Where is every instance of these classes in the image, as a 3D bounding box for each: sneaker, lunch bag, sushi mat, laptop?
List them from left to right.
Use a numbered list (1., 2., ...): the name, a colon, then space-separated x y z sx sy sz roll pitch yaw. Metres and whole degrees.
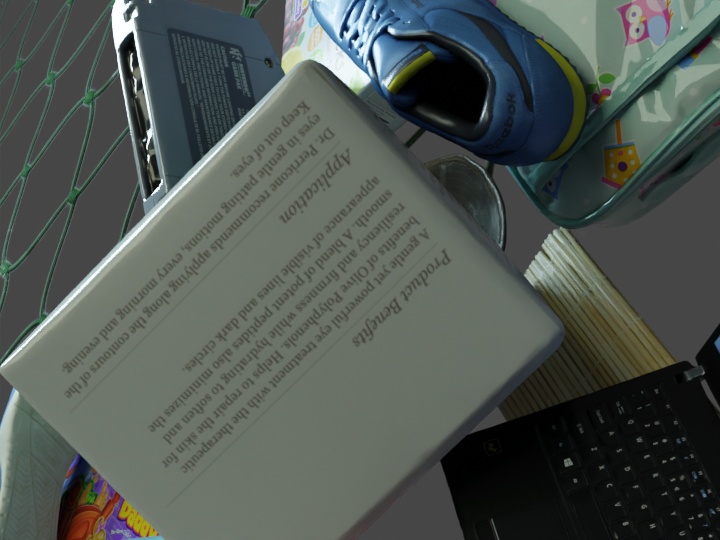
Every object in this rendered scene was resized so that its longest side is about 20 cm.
1. sneaker: -0.250 0.133 0.907 0.111 0.076 0.202 1 76 47
2. sneaker: 0.025 -0.120 0.647 0.200 0.078 0.066 42 121 36
3. sushi mat: 0.115 0.059 0.660 0.096 0.012 0.200 -54 31 17
4. lunch bag: 0.146 -0.126 0.651 0.200 0.077 0.161 -46 62 31
5. laptop: 0.135 0.081 0.495 0.198 0.104 0.178 -19 45 2

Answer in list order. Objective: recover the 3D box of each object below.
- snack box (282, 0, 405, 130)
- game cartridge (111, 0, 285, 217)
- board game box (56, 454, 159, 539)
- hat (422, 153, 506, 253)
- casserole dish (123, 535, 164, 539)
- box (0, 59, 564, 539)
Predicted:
1. snack box: -0.003 -0.182 0.985 0.142 0.053 0.201 -36 40 37
2. game cartridge: -0.099 -0.099 0.887 0.041 0.132 0.202 -35 57 37
3. board game box: -0.159 0.175 0.860 0.200 0.045 0.135 25 90 59
4. hat: 0.000 0.000 0.819 0.200 0.081 0.202 -37 39 38
5. casserole dish: -0.132 0.210 0.701 0.199 0.039 0.122 -20 68 52
6. box: -0.032 0.023 0.638 0.199 0.171 0.200 -44 5 7
